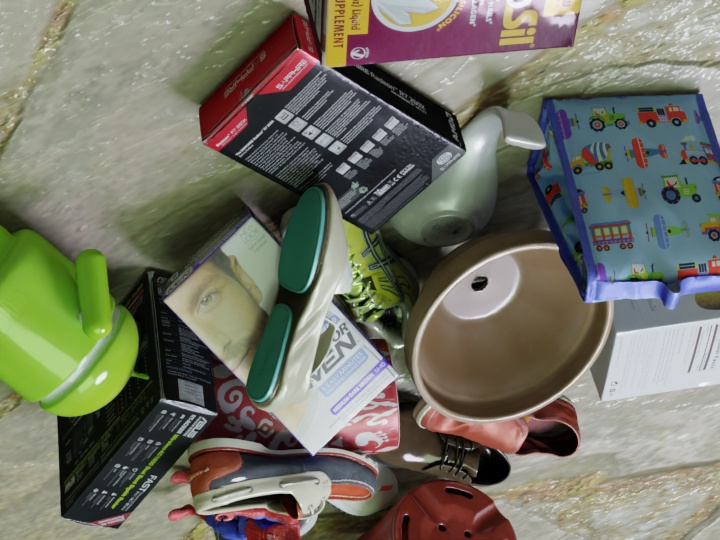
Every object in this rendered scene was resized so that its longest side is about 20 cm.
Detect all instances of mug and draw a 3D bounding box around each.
[{"bbox_3d":[-0.068,0.138,1.503,0.198,0.135,0.178,-7,157,-6],"label":"mug"}]

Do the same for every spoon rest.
[{"bbox_3d":[0.096,-0.083,1.364,0.098,0.061,0.200,10,147,-24],"label":"spoon rest"}]

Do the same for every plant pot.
[{"bbox_3d":[0.125,0.034,1.414,0.199,0.093,0.202,-11,128,-14],"label":"plant pot"},{"bbox_3d":[0.071,0.340,1.692,0.199,0.202,0.196,5,143,-20],"label":"plant pot"}]

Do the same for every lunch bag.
[{"bbox_3d":[0.243,-0.052,1.317,0.149,0.201,0.095,-3,138,-11],"label":"lunch bag"}]

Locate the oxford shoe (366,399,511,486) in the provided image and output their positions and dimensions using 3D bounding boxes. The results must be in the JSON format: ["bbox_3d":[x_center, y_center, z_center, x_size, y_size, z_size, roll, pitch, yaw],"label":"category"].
[{"bbox_3d":[0.084,0.183,1.610,0.199,0.084,0.073,16,89,-39],"label":"oxford shoe"}]

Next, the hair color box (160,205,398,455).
[{"bbox_3d":[-0.072,0.054,1.370,0.109,0.065,0.200,-43,105,1],"label":"hair color box"}]

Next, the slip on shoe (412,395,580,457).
[{"bbox_3d":[0.143,0.150,1.544,0.198,0.061,0.074,12,125,-31],"label":"slip on shoe"}]

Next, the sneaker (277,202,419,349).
[{"bbox_3d":[0.000,0.000,1.403,0.075,0.077,0.200,-32,137,20],"label":"sneaker"}]

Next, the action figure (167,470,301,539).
[{"bbox_3d":[-0.138,0.263,1.563,0.099,0.199,0.066,-11,108,-49],"label":"action figure"}]

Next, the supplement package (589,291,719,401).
[{"bbox_3d":[0.321,0.039,1.507,0.198,0.114,0.110,-8,140,-8],"label":"supplement package"}]

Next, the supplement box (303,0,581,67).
[{"bbox_3d":[0.061,-0.236,1.136,0.198,0.104,0.132,-7,137,-9],"label":"supplement box"}]

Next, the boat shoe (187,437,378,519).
[{"bbox_3d":[-0.068,0.198,1.409,0.198,0.063,0.071,11,144,-33],"label":"boat shoe"}]

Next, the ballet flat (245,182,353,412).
[{"bbox_3d":[-0.043,0.025,1.311,0.069,0.069,0.202,14,101,-28],"label":"ballet flat"}]

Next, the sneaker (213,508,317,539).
[{"bbox_3d":[-0.088,0.256,1.649,0.080,0.071,0.200,-4,170,-30],"label":"sneaker"}]

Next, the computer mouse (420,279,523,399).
[{"bbox_3d":[0.107,0.077,1.542,0.137,0.053,0.201,-8,132,-19],"label":"computer mouse"}]

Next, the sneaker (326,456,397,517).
[{"bbox_3d":[-0.011,0.194,1.621,0.093,0.071,0.199,-33,132,28],"label":"sneaker"}]

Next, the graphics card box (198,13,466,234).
[{"bbox_3d":[-0.022,-0.118,1.286,0.199,0.051,0.125,27,125,-36],"label":"graphics card box"}]

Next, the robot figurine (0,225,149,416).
[{"bbox_3d":[-0.276,0.046,1.326,0.200,0.116,0.175,42,139,-20],"label":"robot figurine"}]

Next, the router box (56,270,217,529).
[{"bbox_3d":[-0.212,0.122,1.426,0.062,0.151,0.200,18,131,-32],"label":"router box"}]
